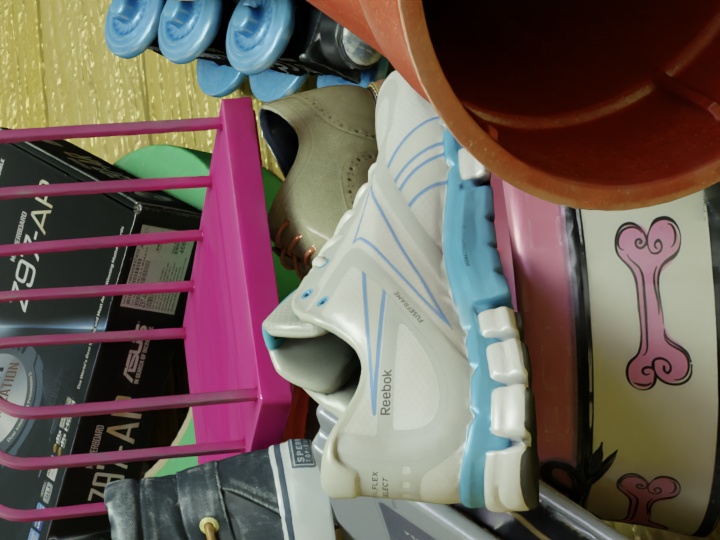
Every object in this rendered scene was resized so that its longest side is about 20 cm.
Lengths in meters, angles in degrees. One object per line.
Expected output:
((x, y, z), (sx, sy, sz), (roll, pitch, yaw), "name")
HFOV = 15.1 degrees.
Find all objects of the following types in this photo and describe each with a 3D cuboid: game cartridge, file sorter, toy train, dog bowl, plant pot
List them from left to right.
((-0.108, 0.041, 1.146), (0.200, 0.125, 0.139), (106, 158, -60), "file sorter")
((-0.047, -0.142, 1.298), (0.200, 0.087, 0.114), (12, 83, 52), "toy train")
((0.045, -0.144, 0.910), (0.195, 0.201, 0.201), (32, 107, 52), "plant pot")
((0.074, 0.122, 0.984), (0.200, 0.133, 0.041), (33, 68, 21), "game cartridge")
((0.083, 0.002, 1.005), (0.200, 0.074, 0.200), (175, 90, -85), "dog bowl")

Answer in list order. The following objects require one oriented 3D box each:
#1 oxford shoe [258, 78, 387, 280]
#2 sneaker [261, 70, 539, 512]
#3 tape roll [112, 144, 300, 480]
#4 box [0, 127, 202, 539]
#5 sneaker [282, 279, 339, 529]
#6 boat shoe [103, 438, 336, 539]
((0.000, 0.000, 1.101), (0.200, 0.074, 0.071), (-103, 14, -48), "oxford shoe")
((0.008, 0.001, 0.943), (0.200, 0.087, 0.075), (-97, 2, -47), "sneaker")
((-0.096, 0.039, 1.347), (0.200, 0.048, 0.200), (-18, 68, 51), "tape roll")
((-0.155, 0.044, 1.348), (0.160, 0.044, 0.200), (28, 104, 53), "box")
((0.020, 0.021, 1.177), (0.082, 0.077, 0.200), (-3, 66, 32), "sneaker")
((-0.045, 0.166, 1.080), (0.071, 0.091, 0.200), (-99, 0, -76), "boat shoe")
